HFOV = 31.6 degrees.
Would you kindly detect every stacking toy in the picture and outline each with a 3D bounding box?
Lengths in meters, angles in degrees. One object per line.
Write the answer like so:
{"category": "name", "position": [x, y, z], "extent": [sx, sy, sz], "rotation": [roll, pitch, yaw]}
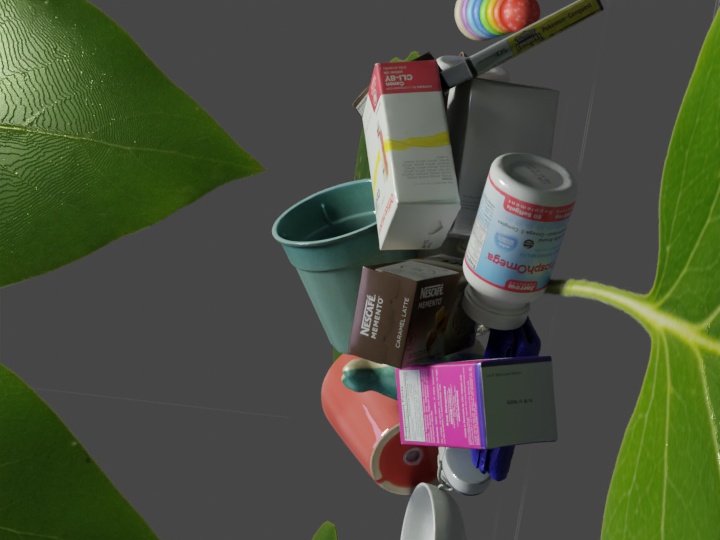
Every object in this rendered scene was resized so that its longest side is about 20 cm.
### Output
{"category": "stacking toy", "position": [0.202, -0.371, 1.815], "extent": [0.200, 0.085, 0.085], "rotation": [-142, 61, -74]}

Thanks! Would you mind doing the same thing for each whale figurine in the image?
{"category": "whale figurine", "position": [0.076, 0.150, 1.738], "extent": [0.159, 0.200, 0.104], "rotation": [105, 156, -72]}

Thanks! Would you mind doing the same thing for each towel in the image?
{"category": "towel", "position": [0.175, 0.149, 1.628], "extent": [0.148, 0.050, 0.200], "rotation": [-107, 26, -65]}

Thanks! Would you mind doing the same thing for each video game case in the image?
{"category": "video game case", "position": [0.186, -0.278, 1.573], "extent": [0.026, 0.181, 0.200], "rotation": [62, 173, -7]}

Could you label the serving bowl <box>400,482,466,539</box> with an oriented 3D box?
{"category": "serving bowl", "position": [0.107, 0.400, 1.775], "extent": [0.200, 0.066, 0.200], "rotation": [-173, 90, -80]}

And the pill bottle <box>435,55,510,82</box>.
{"category": "pill bottle", "position": [0.146, -0.207, 1.883], "extent": [0.113, 0.113, 0.200], "rotation": [-105, 24, -66]}

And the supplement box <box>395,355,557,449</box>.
{"category": "supplement box", "position": [0.134, 0.157, 1.516], "extent": [0.200, 0.101, 0.103], "rotation": [-9, 85, 63]}

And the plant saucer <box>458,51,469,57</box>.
{"category": "plant saucer", "position": [0.157, -0.248, 2.036], "extent": [0.200, 0.034, 0.200], "rotation": [-168, 90, -87]}

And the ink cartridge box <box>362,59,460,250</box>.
{"category": "ink cartridge box", "position": [0.061, -0.143, 1.610], "extent": [0.145, 0.083, 0.200], "rotation": [108, 156, -66]}

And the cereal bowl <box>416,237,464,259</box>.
{"category": "cereal bowl", "position": [0.085, -0.045, 1.894], "extent": [0.200, 0.083, 0.200], "rotation": [53, 165, 20]}

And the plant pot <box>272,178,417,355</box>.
{"category": "plant pot", "position": [0.000, 0.000, 1.786], "extent": [0.200, 0.200, 0.196], "rotation": [-105, -3, -66]}

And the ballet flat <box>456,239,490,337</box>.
{"category": "ballet flat", "position": [0.163, -0.008, 1.779], "extent": [0.076, 0.064, 0.200], "rotation": [154, 124, -79]}

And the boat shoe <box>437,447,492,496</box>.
{"category": "boat shoe", "position": [0.132, 0.265, 1.710], "extent": [0.202, 0.075, 0.086], "rotation": [-99, 19, -68]}

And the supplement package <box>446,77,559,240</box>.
{"category": "supplement package", "position": [0.174, -0.138, 1.649], "extent": [0.121, 0.120, 0.200], "rotation": [-172, 89, -80]}

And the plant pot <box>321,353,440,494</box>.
{"category": "plant pot", "position": [0.057, 0.223, 1.884], "extent": [0.177, 0.200, 0.201], "rotation": [-118, 35, -56]}

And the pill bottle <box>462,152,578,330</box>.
{"category": "pill bottle", "position": [0.186, -0.032, 1.532], "extent": [0.109, 0.109, 0.200], "rotation": [-98, 18, -57]}

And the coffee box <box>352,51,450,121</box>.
{"category": "coffee box", "position": [0.097, -0.189, 1.772], "extent": [0.200, 0.113, 0.080], "rotation": [56, 149, 6]}

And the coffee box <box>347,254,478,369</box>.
{"category": "coffee box", "position": [0.076, 0.047, 1.590], "extent": [0.200, 0.080, 0.114], "rotation": [-8, -70, -59]}
